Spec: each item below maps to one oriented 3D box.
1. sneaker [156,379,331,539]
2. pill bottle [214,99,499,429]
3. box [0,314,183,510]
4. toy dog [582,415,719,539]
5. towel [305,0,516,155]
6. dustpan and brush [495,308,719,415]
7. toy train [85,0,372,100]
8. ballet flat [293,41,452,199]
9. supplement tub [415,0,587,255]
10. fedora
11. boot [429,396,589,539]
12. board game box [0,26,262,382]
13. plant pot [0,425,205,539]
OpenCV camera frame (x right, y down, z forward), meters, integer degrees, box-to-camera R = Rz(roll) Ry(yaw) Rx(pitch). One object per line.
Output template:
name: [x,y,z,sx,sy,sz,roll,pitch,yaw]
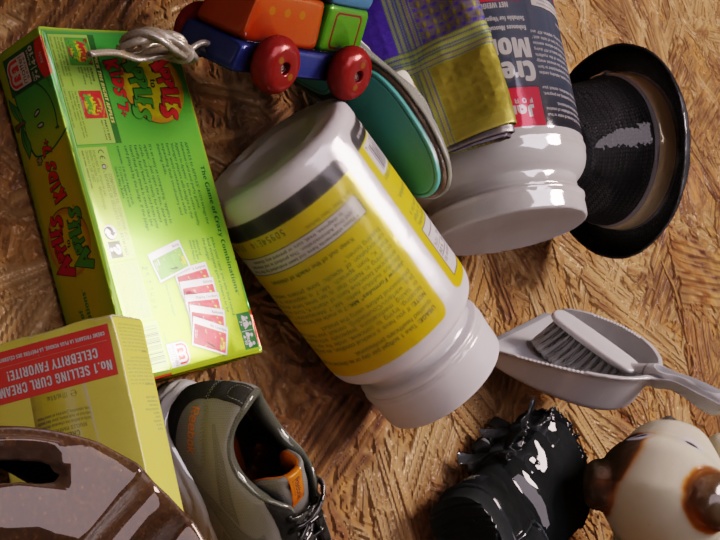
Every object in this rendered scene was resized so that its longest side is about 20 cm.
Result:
sneaker: [-0.050,0.148,0.684,0.201,0.079,0.074,61,39,-20]
pill bottle: [0.000,0.000,0.778,0.201,0.114,0.115,53,42,-20]
box: [-0.128,0.129,0.597,0.050,0.074,0.202,39,38,-80]
toy dog: [0.232,0.201,0.912,0.194,0.138,0.201,-51,137,-34]
towel: [0.021,-0.165,0.857,0.023,0.142,0.202,33,42,-76]
dustpan and brush: [0.205,0.077,0.933,0.199,0.058,0.139,34,30,26]
toy train: [-0.064,-0.169,0.686,0.199,0.084,0.117,-5,118,-53]
ballet flat: [0.000,-0.130,0.814,0.200,0.068,0.064,43,44,15]
supplement tub: [0.096,-0.125,0.921,0.140,0.140,0.202,5,71,-48]
fedora: [0.185,-0.100,1.003,0.091,0.200,0.203,-2,74,-23]
boot: [0.130,0.209,0.883,0.162,0.073,0.200,-31,100,-57]
board game box: [-0.133,-0.036,0.689,0.101,0.047,0.202,-11,84,-51]
plant pot: [-0.149,0.145,0.434,0.198,0.198,0.203,10,69,-27]
